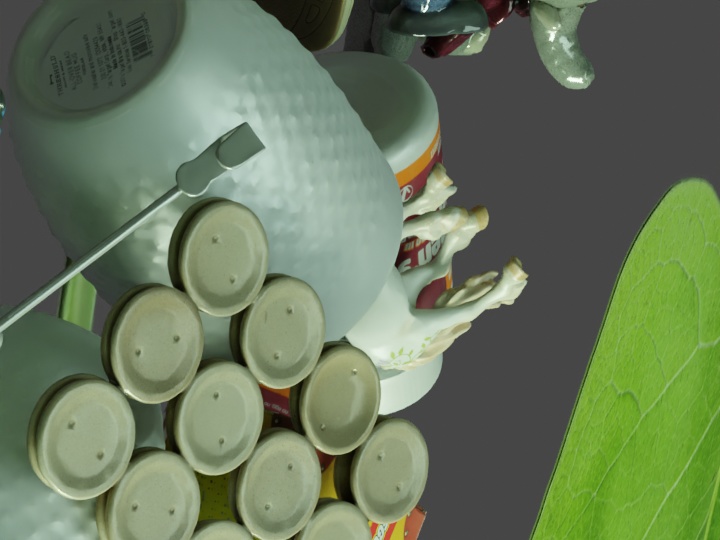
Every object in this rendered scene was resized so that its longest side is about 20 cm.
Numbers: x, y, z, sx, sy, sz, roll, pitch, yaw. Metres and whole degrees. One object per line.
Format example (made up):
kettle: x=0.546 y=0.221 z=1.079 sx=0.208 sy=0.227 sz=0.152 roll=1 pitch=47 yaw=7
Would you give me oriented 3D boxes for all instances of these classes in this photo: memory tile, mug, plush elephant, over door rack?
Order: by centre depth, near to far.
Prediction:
over door rack: x=-0.157 y=-0.044 z=0.872 sx=0.200 sy=0.148 sz=0.067 roll=-37 pitch=-172 yaw=-7
mug: x=-0.180 y=0.099 z=1.007 sx=0.200 sy=0.148 sz=0.175 roll=36 pitch=64 yaw=-33
memory tile: x=-0.052 y=0.078 z=1.016 sx=0.153 sy=0.017 sz=0.200 roll=-55 pitch=129 yaw=-24
mug: x=-0.080 y=-0.076 z=1.092 sx=0.175 sy=0.148 sz=0.200 roll=53 pitch=30 yaw=-50
plush elephant: x=0.087 y=-0.172 z=1.372 sx=0.165 sy=0.155 sz=0.200 roll=-39 pitch=140 yaw=-52

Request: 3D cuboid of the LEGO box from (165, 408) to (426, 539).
LEGO box: x=-0.059 y=0.176 z=1.118 sx=0.200 sy=0.077 sz=0.149 roll=-67 pitch=152 yaw=-13

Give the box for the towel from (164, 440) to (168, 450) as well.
towel: x=-0.152 y=0.173 z=1.139 sx=0.200 sy=0.022 sz=0.145 roll=-66 pitch=-165 yaw=-15

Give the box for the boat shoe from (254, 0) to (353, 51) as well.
boat shoe: x=-0.021 y=-0.214 z=1.220 sx=0.065 sy=0.072 sz=0.200 roll=-38 pitch=133 yaw=-52

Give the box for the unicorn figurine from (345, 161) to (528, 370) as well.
unicorn figurine: x=0.000 y=0.000 z=1.225 sx=0.137 sy=0.074 sz=0.200 roll=-33 pitch=129 yaw=11

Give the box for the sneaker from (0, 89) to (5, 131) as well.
sneaker: x=-0.220 y=-0.007 z=0.920 sx=0.082 sy=0.073 sz=0.200 roll=33 pitch=65 yaw=-20

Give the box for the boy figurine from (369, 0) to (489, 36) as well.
boy figurine: x=0.033 y=-0.230 z=1.239 sx=0.124 sy=0.064 sz=0.200 roll=-121 pitch=-151 yaw=-65

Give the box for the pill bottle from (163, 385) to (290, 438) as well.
pill bottle: x=-0.075 y=0.144 z=1.263 sx=0.200 sy=0.110 sz=0.110 roll=-68 pitch=156 yaw=-12

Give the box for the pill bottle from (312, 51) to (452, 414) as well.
pill bottle: x=-0.004 y=-0.017 z=1.334 sx=0.110 sy=0.110 sz=0.200 roll=-53 pitch=149 yaw=-38
